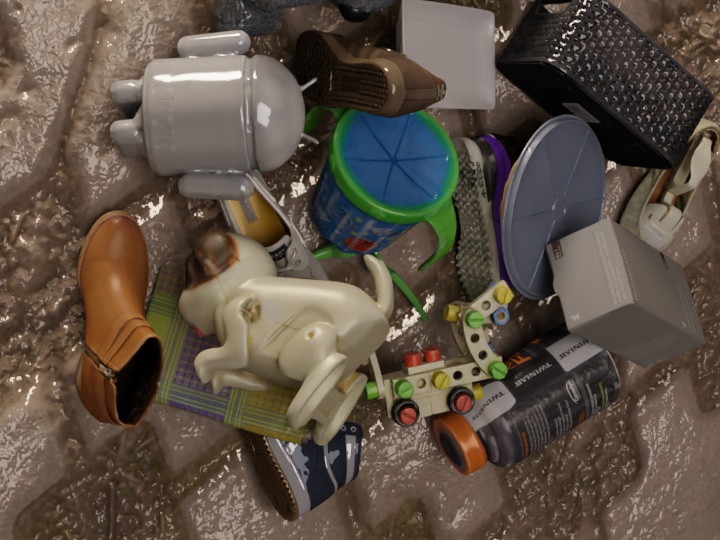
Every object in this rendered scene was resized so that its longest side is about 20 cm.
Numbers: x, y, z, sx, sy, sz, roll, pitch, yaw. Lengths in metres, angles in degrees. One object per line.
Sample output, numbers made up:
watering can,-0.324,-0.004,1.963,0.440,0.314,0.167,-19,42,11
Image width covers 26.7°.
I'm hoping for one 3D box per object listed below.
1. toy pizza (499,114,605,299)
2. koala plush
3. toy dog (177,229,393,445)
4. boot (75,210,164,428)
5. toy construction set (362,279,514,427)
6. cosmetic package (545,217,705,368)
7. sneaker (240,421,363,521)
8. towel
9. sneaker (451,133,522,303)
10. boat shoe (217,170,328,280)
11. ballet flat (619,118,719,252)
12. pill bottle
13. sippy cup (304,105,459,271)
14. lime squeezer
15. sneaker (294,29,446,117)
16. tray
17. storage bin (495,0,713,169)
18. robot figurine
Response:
toy pizza,0.201,-0.069,1.626,0.200,0.032,0.201,-23,119,-47
koala plush,-0.021,-0.318,1.486,0.199,0.177,0.185,8,84,-20
toy dog,-0.085,0.041,1.434,0.199,0.139,0.195,32,93,18
boot,-0.228,0.048,1.446,0.076,0.155,0.201,14,91,-24
toy construction set,0.068,0.087,1.586,0.199,0.092,0.132,-8,103,0
cosmetic package,0.289,0.028,1.643,0.200,0.090,0.107,25,46,-55
sneaker,-0.068,0.147,1.577,0.108,0.070,0.201,-23,97,-30
towel,-0.122,0.083,1.511,0.199,0.023,0.144,14,79,6
sneaker,0.158,-0.053,1.648,0.099,0.069,0.201,-14,104,-28
boat shoe,-0.087,-0.021,1.531,0.071,0.070,0.201,-27,101,0
ballet flat,0.351,-0.086,1.731,0.067,0.062,0.201,27,86,-23
pill bottle,0.178,0.145,1.660,0.199,0.106,0.107,-29,107,-18
sippy cup,0.014,-0.085,1.536,0.139,0.130,0.179,2,64,-23
lime squeezer,0.000,0.000,1.603,0.199,0.038,0.071,17,90,-25
sneaker,0.006,-0.187,1.477,0.075,0.200,0.071,-2,111,-31
tray,0.087,-0.221,1.572,0.200,0.022,0.108,-8,97,-58
storage bin,0.263,-0.203,1.636,0.200,0.135,0.094,35,83,-23
robot figurine,-0.140,-0.149,1.463,0.199,0.113,0.171,-3,81,1
